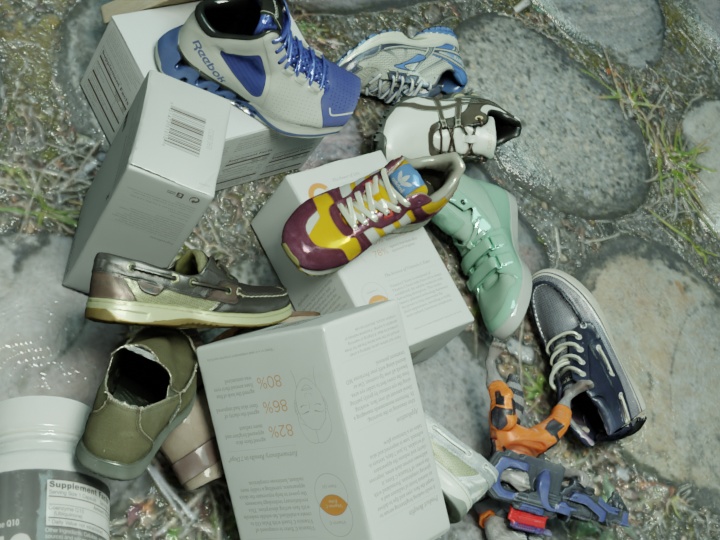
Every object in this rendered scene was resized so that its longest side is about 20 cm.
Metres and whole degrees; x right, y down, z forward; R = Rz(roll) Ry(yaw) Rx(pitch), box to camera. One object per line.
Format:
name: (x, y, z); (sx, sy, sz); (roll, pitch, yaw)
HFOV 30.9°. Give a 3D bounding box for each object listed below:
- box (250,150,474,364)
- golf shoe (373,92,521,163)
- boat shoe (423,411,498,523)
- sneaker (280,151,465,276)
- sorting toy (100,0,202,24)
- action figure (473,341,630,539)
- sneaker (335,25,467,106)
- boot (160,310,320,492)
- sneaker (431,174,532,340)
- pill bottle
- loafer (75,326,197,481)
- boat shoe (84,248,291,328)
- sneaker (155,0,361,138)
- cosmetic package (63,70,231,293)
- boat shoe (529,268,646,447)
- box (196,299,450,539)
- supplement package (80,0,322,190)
box: (0.000, 0.000, 1.289); (0.123, 0.097, 0.202); (-18, 73, -37)
golf shoe: (0.097, -0.152, 1.422); (0.094, 0.079, 0.199); (19, 31, 38)
boat shoe: (0.035, 0.136, 1.172); (0.065, 0.075, 0.202); (-38, 71, -27)
sneaker: (0.012, -0.063, 1.211); (0.199, 0.090, 0.075); (-29, 79, -39)
sorting toy: (-0.130, -0.311, 1.296); (0.198, 0.198, 0.070); (-24, 100, -55)
action figure: (0.174, 0.194, 1.285); (0.199, 0.104, 0.196); (29, 66, -28)
sneaker: (0.049, -0.220, 1.468); (0.199, 0.077, 0.086); (-18, 77, -37)
boot: (-0.102, 0.120, 1.183); (0.198, 0.070, 0.148); (-9, 73, -33)
sneaker: (0.113, -0.021, 1.382); (0.117, 0.074, 0.202); (22, 43, -26)
pill bottle: (-0.250, 0.208, 1.003); (0.112, 0.113, 0.202); (9, 57, -26)
loafer: (-0.168, 0.091, 1.046); (0.074, 0.070, 0.200); (20, 24, -4)
boat shoe: (-0.139, 0.015, 1.111); (0.198, 0.073, 0.066); (1, 95, -43)
sneaker: (-0.080, -0.198, 1.204); (0.197, 0.115, 0.081); (16, 57, -23)
cosmetic package: (-0.190, -0.066, 1.148); (0.080, 0.200, 0.114); (20, 50, -19)
boat shoe: (0.226, 0.092, 1.373); (0.092, 0.075, 0.201); (-15, 70, -57)
box: (-0.032, 0.142, 1.096); (0.106, 0.151, 0.203); (-16, 94, -51)
supplement package: (-0.148, -0.174, 1.297); (0.199, 0.111, 0.157); (-19, 73, -38)
